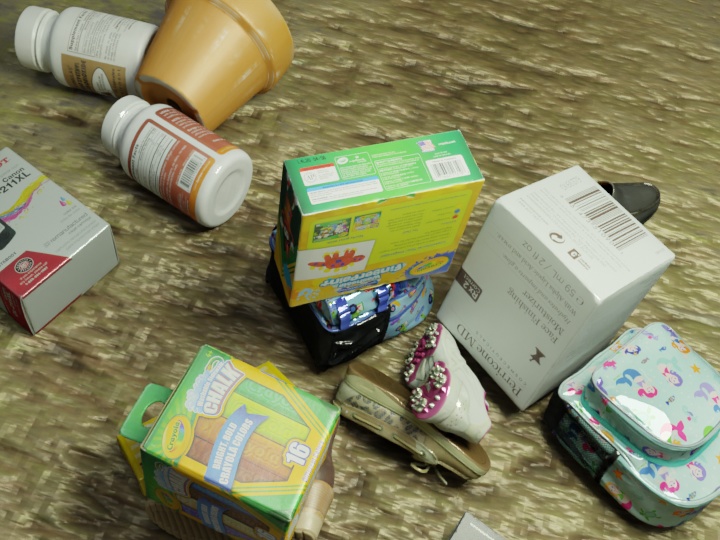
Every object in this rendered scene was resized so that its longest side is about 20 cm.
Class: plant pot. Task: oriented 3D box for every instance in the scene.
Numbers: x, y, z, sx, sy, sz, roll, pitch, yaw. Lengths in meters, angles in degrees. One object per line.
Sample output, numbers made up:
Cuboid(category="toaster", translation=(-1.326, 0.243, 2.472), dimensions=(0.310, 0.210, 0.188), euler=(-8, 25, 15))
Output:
Cuboid(category="plant pot", translation=(-0.224, -0.299, 1.193), dimensions=(0.197, 0.201, 0.185), euler=(27, 67, 13))

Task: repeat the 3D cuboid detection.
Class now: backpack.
Cuboid(category="backpack", translation=(0.000, 0.000, 1.032), dimensions=(0.196, 0.136, 0.184), euler=(-21, 60, -24))
Cuboid(category="backpack", translation=(0.334, 0.175, 0.941), dimensions=(0.175, 0.152, 0.201), euler=(-29, 67, -26))

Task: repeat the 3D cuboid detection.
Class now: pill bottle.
Cuboid(category="pill bottle", translation=(-0.400, -0.325, 1.230), dimensions=(0.195, 0.116, 0.116), euler=(13, 53, 3))
Cuboid(category="pill bottle", translation=(-0.252, -0.154, 1.125), dimensions=(0.198, 0.113, 0.112), euler=(32, 57, 17))

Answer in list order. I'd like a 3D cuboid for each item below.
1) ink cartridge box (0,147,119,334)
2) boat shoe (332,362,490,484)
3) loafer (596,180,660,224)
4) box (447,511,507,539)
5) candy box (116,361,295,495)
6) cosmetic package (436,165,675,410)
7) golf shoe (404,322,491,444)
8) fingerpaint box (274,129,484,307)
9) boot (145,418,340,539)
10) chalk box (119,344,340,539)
Cuboid(category="ink cartridge box", translation=(-0.428, -0.041, 1.042), dimensions=(0.198, 0.084, 0.146), euler=(34, 58, 17))
Cuboid(category="boat shoe", translation=(0.058, 0.183, 0.954), dimensions=(0.198, 0.064, 0.073), euler=(33, 12, 20))
Cuboid(category="loafer", translation=(0.348, -0.093, 1.175), dimensions=(0.196, 0.073, 0.074), euler=(-17, 56, -19))
Cuboid(category="box", translation=(0.147, 0.370, 0.832), dimensions=(0.198, 0.050, 0.158), euler=(32, 57, 16))
Cuboid(category="candy box", translation=(-0.166, 0.170, 0.926), dimensions=(0.197, 0.027, 0.102), euler=(-25, 25, -23))
Cuboid(category="cosmetic package", translation=(0.224, 0.019, 0.983), dimensions=(0.163, 0.202, 0.165), euler=(-22, 58, -38))
Cuboid(category="golf shoe", translation=(0.101, 0.132, 0.965), dimensions=(0.091, 0.076, 0.201), euler=(36, 19, -12))
Cuboid(category="fingerpaint box", translation=(0.013, -0.054, 0.884), dimensions=(0.195, 0.168, 0.075), euler=(-13, 59, -17))
Cuboid(category="boot", translation=(-0.123, 0.217, 0.917), dimensions=(0.194, 0.074, 0.168), euler=(6, 40, 2))
Cuboid(category="chalk box", translation=(-0.136, 0.169, 0.810), dimensions=(0.196, 0.125, 0.126), euler=(23, 54, 4))
